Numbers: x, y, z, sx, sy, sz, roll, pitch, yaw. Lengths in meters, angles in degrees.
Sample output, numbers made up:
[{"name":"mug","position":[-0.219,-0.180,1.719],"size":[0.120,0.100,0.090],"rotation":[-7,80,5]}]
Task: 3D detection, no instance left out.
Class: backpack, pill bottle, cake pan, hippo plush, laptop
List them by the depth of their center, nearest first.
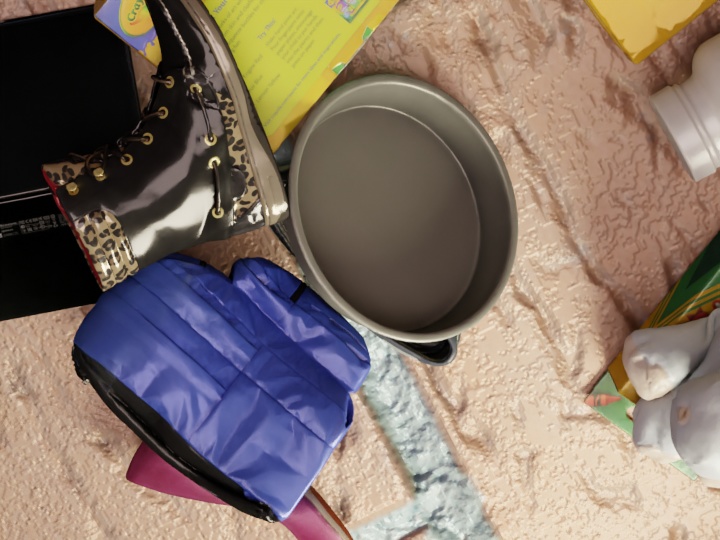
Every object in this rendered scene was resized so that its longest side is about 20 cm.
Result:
[{"name":"cake pan","position":[0.026,-0.043,1.479],"size":[0.199,0.037,0.202],"rotation":[8,74,-30]},{"name":"hippo plush","position":[0.299,0.101,1.482],"size":[0.199,0.161,0.160],"rotation":[-30,108,6]},{"name":"backpack","position":[-0.105,0.068,1.483],"size":[0.199,0.162,0.168],"rotation":[36,78,-5]},{"name":"pill bottle","position":[0.318,-0.146,1.485],"size":[0.199,0.104,0.105],"rotation":[-29,108,6]},{"name":"laptop","position":[-0.248,-0.076,1.517],"size":[0.185,0.117,0.201],"rotation":[-10,138,0]}]

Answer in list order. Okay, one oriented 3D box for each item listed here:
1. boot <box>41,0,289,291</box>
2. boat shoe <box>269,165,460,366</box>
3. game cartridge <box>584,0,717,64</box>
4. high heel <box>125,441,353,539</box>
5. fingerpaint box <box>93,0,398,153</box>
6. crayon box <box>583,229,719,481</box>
[{"name":"boot","position":[-0.150,-0.095,1.385],"size":[0.150,0.073,0.201],"rotation":[-26,111,-10]},{"name":"boat shoe","position":[0.000,0.000,1.533],"size":[0.075,0.062,0.200],"rotation":[-40,106,11]},{"name":"game cartridge","position":[0.228,-0.281,1.475],"size":[0.200,0.032,0.177],"rotation":[-38,107,6]},{"name":"high heel","position":[-0.089,0.191,1.587],"size":[0.096,0.067,0.200],"rotation":[-45,91,1]},{"name":"fingerpaint box","position":[-0.068,-0.214,1.448],"size":[0.166,0.073,0.200],"rotation":[37,98,-15]},{"name":"crayon box","position":[0.287,0.070,1.583],"size":[0.127,0.051,0.201],"rotation":[34,103,-14]}]
